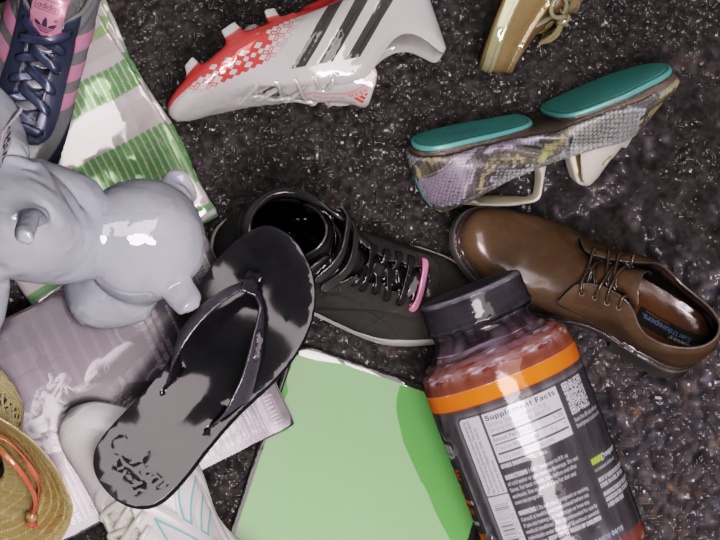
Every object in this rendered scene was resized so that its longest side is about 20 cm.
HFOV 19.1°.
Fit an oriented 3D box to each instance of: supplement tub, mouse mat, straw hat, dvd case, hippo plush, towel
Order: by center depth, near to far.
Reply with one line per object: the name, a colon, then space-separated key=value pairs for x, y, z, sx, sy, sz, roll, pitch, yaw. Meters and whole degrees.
hippo plush: x=-0.180 y=-0.040 z=1.331 sx=0.160 sy=0.200 sz=0.160 roll=4 pitch=62 yaw=-30
straw hat: x=-0.261 y=0.097 z=1.343 sx=0.200 sy=0.201 sz=0.085 roll=23 pitch=49 yaw=-4
supplement tub: x=0.107 y=0.104 z=1.400 sx=0.106 sy=0.107 sz=0.201 roll=-21 pitch=93 yaw=-11
dvd case: x=-0.164 y=0.080 z=1.413 sx=0.199 sy=0.016 sz=0.149 roll=-26 pitch=93 yaw=-10
mouse mat: x=-0.002 y=0.167 z=1.437 sx=0.160 sy=0.008 sz=0.201 roll=20 pitch=80 yaw=-4
towel: x=-0.205 y=-0.091 z=1.441 sx=0.152 sy=0.023 sz=0.201 roll=-29 pitch=86 yaw=-11

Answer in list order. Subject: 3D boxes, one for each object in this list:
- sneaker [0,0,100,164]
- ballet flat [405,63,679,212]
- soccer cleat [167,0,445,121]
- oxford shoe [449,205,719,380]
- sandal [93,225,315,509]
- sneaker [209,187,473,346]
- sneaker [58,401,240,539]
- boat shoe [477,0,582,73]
sneaker: x=-0.212 y=-0.145 z=1.396 sx=0.070 sy=0.082 sz=0.201 roll=13 pitch=80 yaw=-6
ballet flat: x=0.129 y=-0.086 z=1.473 sx=0.199 sy=0.072 sz=0.072 roll=-18 pitch=84 yaw=-10
soccer cleat: x=-0.035 y=-0.139 z=1.451 sx=0.199 sy=0.069 sz=0.085 roll=-28 pitch=82 yaw=-16
oxford shoe: x=0.156 y=0.003 z=1.437 sx=0.199 sy=0.084 sz=0.073 roll=23 pitch=70 yaw=-9
sandal: x=-0.091 y=0.061 z=1.334 sx=0.076 sy=0.043 sz=0.201 roll=30 pitch=78 yaw=7
sneaker: x=0.000 y=0.000 z=1.417 sx=0.199 sy=0.099 sz=0.071 roll=15 pitch=78 yaw=-7
sneaker: x=-0.126 y=0.170 z=1.358 sx=0.201 sy=0.070 sz=0.080 roll=51 pitch=37 yaw=-4
boat shoe: x=0.150 y=-0.213 z=1.487 sx=0.063 sy=0.073 sz=0.201 roll=32 pitch=71 yaw=3
